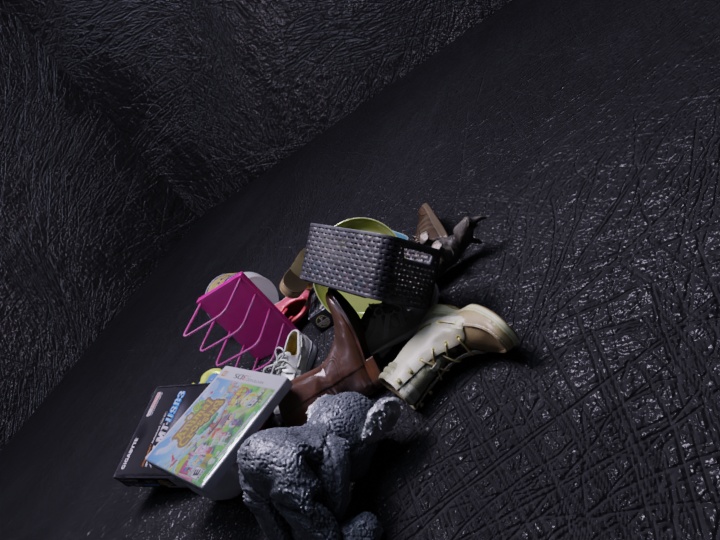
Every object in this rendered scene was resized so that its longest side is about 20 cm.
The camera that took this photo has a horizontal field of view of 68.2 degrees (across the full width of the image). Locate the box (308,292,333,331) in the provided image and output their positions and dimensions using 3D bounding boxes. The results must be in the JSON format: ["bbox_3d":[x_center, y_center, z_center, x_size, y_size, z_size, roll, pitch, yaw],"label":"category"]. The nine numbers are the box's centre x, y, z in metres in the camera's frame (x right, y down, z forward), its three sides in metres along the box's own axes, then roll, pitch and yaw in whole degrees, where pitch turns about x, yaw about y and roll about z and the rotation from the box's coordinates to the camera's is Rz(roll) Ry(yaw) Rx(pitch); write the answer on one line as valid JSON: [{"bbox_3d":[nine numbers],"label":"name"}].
[{"bbox_3d":[-0.034,0.025,1.172,0.160,0.049,0.201,-34,24,17],"label":"box"}]

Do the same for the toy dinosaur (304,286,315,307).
[{"bbox_3d":[-0.044,0.002,1.117,0.198,0.047,0.089,-29,33,29],"label":"toy dinosaur"}]

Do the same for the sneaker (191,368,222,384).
[{"bbox_3d":[-0.357,0.294,1.150,0.104,0.076,0.201,-6,39,52],"label":"sneaker"}]

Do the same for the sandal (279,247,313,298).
[{"bbox_3d":[-0.127,0.014,1.177,0.070,0.077,0.212,-54,-2,33],"label":"sandal"}]

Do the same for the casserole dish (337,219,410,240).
[{"bbox_3d":[0.022,-0.061,1.103,0.197,0.039,0.121,20,29,20],"label":"casserole dish"}]

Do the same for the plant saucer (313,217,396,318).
[{"bbox_3d":[0.000,0.000,1.035,0.198,0.202,0.031,-33,-14,16],"label":"plant saucer"}]

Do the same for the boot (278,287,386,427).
[{"bbox_3d":[-0.075,0.153,0.863,0.198,0.188,0.064,-34,-17,14],"label":"boot"}]

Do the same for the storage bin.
[{"bbox_3d":[0.013,-0.008,0.836,0.198,0.134,0.096,12,91,46],"label":"storage bin"}]

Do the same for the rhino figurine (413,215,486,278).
[{"bbox_3d":[0.140,-0.032,0.936,0.199,0.087,0.060,-40,50,15],"label":"rhino figurine"}]

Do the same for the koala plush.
[{"bbox_3d":[-0.040,0.230,0.674,0.176,0.186,0.200,-13,22,46],"label":"koala plush"}]

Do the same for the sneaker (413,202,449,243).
[{"bbox_3d":[0.132,-0.073,1.063,0.075,0.071,0.201,-36,22,11],"label":"sneaker"}]

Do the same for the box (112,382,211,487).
[{"bbox_3d":[-0.358,0.320,1.046,0.195,0.050,0.202,-8,43,23],"label":"box"}]

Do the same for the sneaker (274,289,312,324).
[{"bbox_3d":[-0.186,0.105,1.204,0.199,0.074,0.087,-38,6,4],"label":"sneaker"}]

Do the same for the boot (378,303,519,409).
[{"bbox_3d":[0.114,0.121,0.732,0.155,0.072,0.199,-46,16,-17],"label":"boot"}]

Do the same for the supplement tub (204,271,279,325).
[{"bbox_3d":[-0.308,0.078,1.376,0.199,0.146,0.146,-4,41,55],"label":"supplement tub"}]

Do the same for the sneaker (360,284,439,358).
[{"bbox_3d":[0.049,0.080,0.896,0.199,0.082,0.075,-42,23,-4],"label":"sneaker"}]

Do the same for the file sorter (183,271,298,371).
[{"bbox_3d":[-0.243,0.137,1.102,0.138,0.201,0.126,-28,28,25],"label":"file sorter"}]

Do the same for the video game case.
[{"bbox_3d":[-0.224,0.238,0.840,0.180,0.022,0.201,-2,38,44],"label":"video game case"}]

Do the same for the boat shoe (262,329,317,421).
[{"bbox_3d":[-0.137,0.182,0.996,0.074,0.086,0.203,-28,25,26],"label":"boat shoe"}]

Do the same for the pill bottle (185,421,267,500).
[{"bbox_3d":[-0.225,0.277,0.924,0.111,0.113,0.201,-28,26,25],"label":"pill bottle"}]
